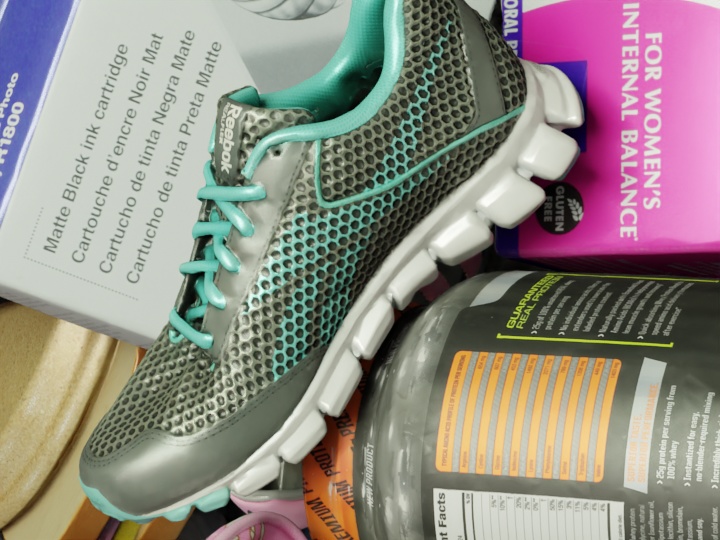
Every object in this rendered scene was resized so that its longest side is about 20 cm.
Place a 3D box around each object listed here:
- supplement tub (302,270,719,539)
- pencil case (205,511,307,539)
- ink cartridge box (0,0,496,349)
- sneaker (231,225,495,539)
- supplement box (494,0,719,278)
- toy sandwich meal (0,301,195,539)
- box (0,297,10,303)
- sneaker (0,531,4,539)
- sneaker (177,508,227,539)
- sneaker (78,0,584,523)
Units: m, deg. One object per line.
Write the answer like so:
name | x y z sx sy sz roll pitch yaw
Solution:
supplement tub | 0.091 0.062 0.933 0.199 0.122 0.123 3 87 27
pencil case | -0.096 0.135 0.950 0.200 0.083 0.087 -18 50 34
ink cartridge box | -0.059 -0.076 0.976 0.041 0.200 0.200 4 75 65
sneaker | 0.000 0.000 1.057 0.070 0.082 0.201 9 90 28
supplement box | 0.153 -0.051 0.972 0.199 0.103 0.102 -2 84 26
toy sandwich meal | -0.100 0.017 1.095 0.205 0.070 0.206 -46 34 44
box | -0.170 -0.083 1.077 0.200 0.104 0.183 -10 65 55
sneaker | -0.213 0.077 1.167 0.200 0.071 0.073 33 101 29
sneaker | -0.130 0.162 1.093 0.075 0.115 0.200 46 106 22
sneaker | -0.026 -0.013 0.921 0.200 0.091 0.078 -48 31 -11
